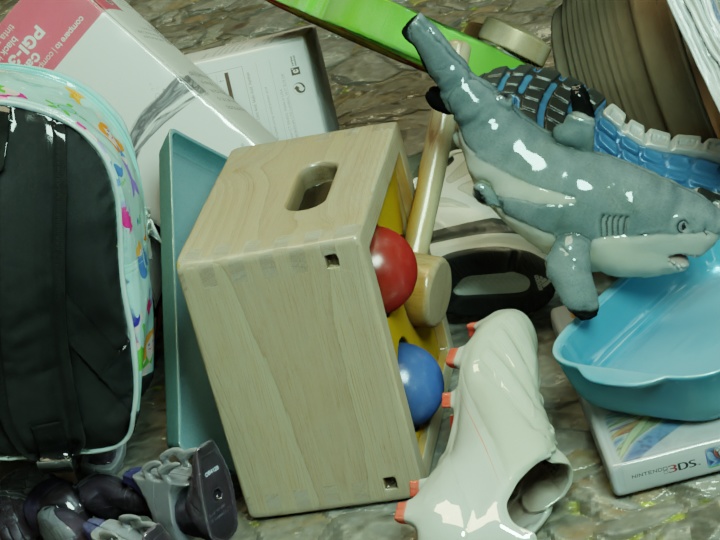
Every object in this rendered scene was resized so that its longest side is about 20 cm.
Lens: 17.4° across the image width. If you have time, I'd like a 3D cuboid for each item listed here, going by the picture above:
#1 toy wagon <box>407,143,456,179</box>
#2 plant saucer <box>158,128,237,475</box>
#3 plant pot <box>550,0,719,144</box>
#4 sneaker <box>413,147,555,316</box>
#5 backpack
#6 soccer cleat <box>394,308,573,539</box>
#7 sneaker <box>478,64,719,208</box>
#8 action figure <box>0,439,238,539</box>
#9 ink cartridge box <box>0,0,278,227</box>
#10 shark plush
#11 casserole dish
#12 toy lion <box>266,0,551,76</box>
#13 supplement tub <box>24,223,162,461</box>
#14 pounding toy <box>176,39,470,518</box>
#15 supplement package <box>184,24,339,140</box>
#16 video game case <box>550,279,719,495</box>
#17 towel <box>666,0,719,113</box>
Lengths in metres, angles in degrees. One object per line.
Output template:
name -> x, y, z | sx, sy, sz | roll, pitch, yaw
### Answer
toy wagon -> 0.096, -0.049, 1.539 | 0.155, 0.040, 0.200 | -22, 26, -15
plant saucer -> -0.088, 0.020, 1.336 | 0.019, 0.070, 0.201 | -23, 58, 32
plant pot -> 0.179, -0.131, 1.480 | 0.092, 0.201, 0.201 | -15, 23, 19
sneaker -> 0.034, -0.028, 1.450 | 0.200, 0.076, 0.116 | 0, 45, 20
backpack -> -0.196, -0.010, 1.243 | 0.177, 0.201, 0.151 | -3, 24, 2
soccer cleat -> 0.077, 0.091, 1.220 | 0.077, 0.069, 0.200 | -1, 34, 18
sneaker -> 0.142, -0.049, 1.386 | 0.199, 0.087, 0.075 | 24, 48, -3
action figure -> -0.156, 0.127, 1.268 | 0.200, 0.070, 0.130 | 3, 36, 42
ink cartridge box -> -0.130, -0.094, 1.477 | 0.083, 0.200, 0.147 | -48, -2, 5
shark plush -> 0.104, -0.068, 1.280 | 0.083, 0.200, 0.091 | -44, -2, 26
casserole dish -> 0.190, 0.027, 1.268 | 0.121, 0.039, 0.200 | 6, 32, 39
toy lion -> 0.017, -0.157, 1.535 | 0.191, 0.069, 0.200 | 24, 3, -5
supplement tub -> -0.182, 0.021, 1.446 | 0.122, 0.123, 0.200 | -10, 24, 10
pounding toy -> 0.000, 0.000, 1.308 | 0.142, 0.185, 0.200 | -8, 25, 14
supplement package -> -0.117, -0.086, 1.617 | 0.199, 0.120, 0.121 | -12, 9, 5
video game case -> 0.207, 0.046, 1.287 | 0.182, 0.022, 0.200 | -15, 24, 1
towel -> 0.217, -0.130, 1.375 | 0.024, 0.147, 0.200 | -27, -16, 17
